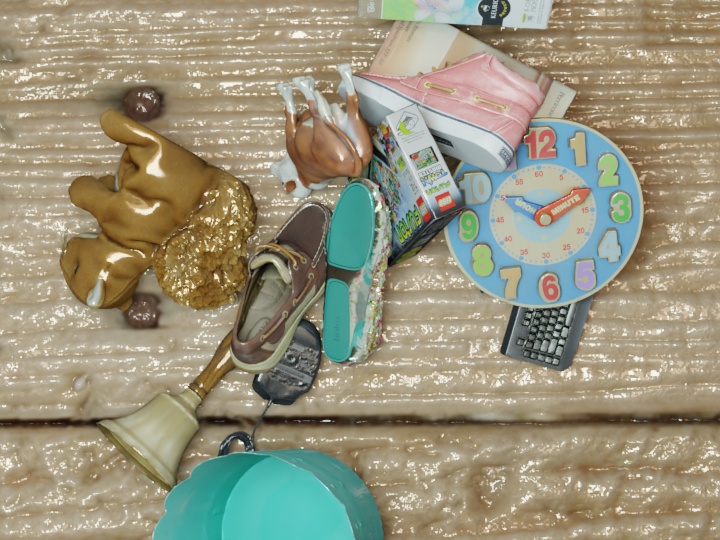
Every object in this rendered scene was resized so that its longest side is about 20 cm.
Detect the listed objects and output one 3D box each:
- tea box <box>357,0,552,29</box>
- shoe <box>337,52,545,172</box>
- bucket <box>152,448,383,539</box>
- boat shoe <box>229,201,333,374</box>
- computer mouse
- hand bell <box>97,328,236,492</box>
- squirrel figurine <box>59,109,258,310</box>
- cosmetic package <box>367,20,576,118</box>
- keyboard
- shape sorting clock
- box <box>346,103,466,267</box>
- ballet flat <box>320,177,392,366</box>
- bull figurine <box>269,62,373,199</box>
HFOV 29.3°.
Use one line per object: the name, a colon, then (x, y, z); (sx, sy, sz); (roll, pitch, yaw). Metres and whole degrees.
tea box: (0.098, -0.363, 1.395); (0.196, 0.134, 0.200); (2, 50, 0)
shoe: (0.079, -0.171, 1.347); (0.200, 0.071, 0.091); (25, 75, 28)
bucket: (-0.080, 0.265, 1.315); (0.207, 0.135, 0.208); (-1, 87, 18)
boat shoe: (-0.079, 0.005, 1.391); (0.072, 0.072, 0.200); (20, 65, 18)
computer mouse: (-0.097, 0.142, 1.419); (0.059, 0.034, 0.200); (27, 88, -9)
hand bell: (-0.162, 0.118, 1.404); (0.104, 0.104, 0.200); (40, 71, 5)
squirrel figurine: (-0.207, -0.032, 1.388); (0.200, 0.142, 0.187); (29, 89, 6)
cosmetic package: (0.110, -0.180, 1.431); (0.200, 0.087, 0.103); (27, 83, 3)
keyboard: (0.186, -0.005, 1.420); (0.127, 0.021, 0.200); (16, 94, -1)
shape sorting clock: (0.182, -0.055, 1.372); (0.200, 0.039, 0.200); (1, 107, 2)
box: (0.041, -0.080, 1.360); (0.035, 0.200, 0.110); (-23, 82, -16)
ballet flat: (0.000, 0.000, 1.393); (0.076, 0.064, 0.200); (23, 112, 35)
bull figurine: (-0.043, -0.135, 1.375); (0.065, 0.200, 0.122); (-19, 98, -23)
